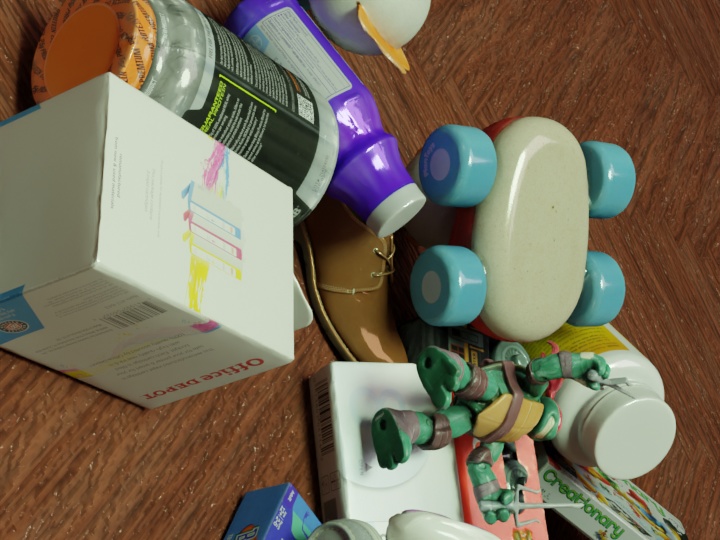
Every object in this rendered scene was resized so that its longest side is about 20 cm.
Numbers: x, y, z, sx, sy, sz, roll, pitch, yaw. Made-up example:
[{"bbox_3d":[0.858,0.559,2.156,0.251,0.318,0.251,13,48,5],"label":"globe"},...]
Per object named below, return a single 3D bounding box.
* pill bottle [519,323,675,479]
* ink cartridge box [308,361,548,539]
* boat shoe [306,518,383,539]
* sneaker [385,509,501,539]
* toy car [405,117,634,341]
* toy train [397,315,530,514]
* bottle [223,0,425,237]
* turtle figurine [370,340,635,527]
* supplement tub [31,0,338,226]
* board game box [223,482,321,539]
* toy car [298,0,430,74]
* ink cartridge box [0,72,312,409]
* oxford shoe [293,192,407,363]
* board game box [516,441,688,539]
[{"bbox_3d":[0.190,0.096,1.324,0.109,0.109,0.200,48,1,-33],"label":"pill bottle"},{"bbox_3d":[0.063,0.154,1.161,0.198,0.047,0.162,2,70,-27],"label":"ink cartridge box"},{"bbox_3d":[-0.025,0.248,0.948,0.065,0.074,0.204,40,51,-46],"label":"boat shoe"},{"bbox_3d":[0.075,0.243,1.016,0.201,0.074,0.100,55,42,-27],"label":"sneaker"},{"bbox_3d":[0.092,-0.039,1.265,0.183,0.199,0.179,2,95,-35],"label":"toy car"},{"bbox_3d":[0.083,0.128,1.260,0.113,0.085,0.202,19,61,-37],"label":"toy train"},{"bbox_3d":[-0.029,-0.115,1.141,0.065,0.084,0.201,-29,76,-35],"label":"bottle"},{"bbox_3d":[0.108,0.113,1.140,0.199,0.101,0.151,12,105,-39],"label":"turtle figurine"},{"bbox_3d":[-0.116,-0.107,1.022,0.200,0.122,0.124,29,51,-49],"label":"supplement tub"},{"bbox_3d":[-0.035,0.269,1.029,0.201,0.045,0.153,56,35,-25],"label":"board game box"},{"bbox_3d":[0.011,-0.228,1.186,0.177,0.183,0.202,35,39,-58],"label":"toy car"},{"bbox_3d":[-0.134,-0.007,0.938,0.200,0.128,0.126,31,49,-48],"label":"ink cartridge box"},{"bbox_3d":[0.000,0.000,1.199,0.071,0.071,0.201,-36,107,-59],"label":"oxford shoe"},{"bbox_3d":[0.221,0.211,1.367,0.200,0.035,0.126,39,14,-14],"label":"board game box"}]
